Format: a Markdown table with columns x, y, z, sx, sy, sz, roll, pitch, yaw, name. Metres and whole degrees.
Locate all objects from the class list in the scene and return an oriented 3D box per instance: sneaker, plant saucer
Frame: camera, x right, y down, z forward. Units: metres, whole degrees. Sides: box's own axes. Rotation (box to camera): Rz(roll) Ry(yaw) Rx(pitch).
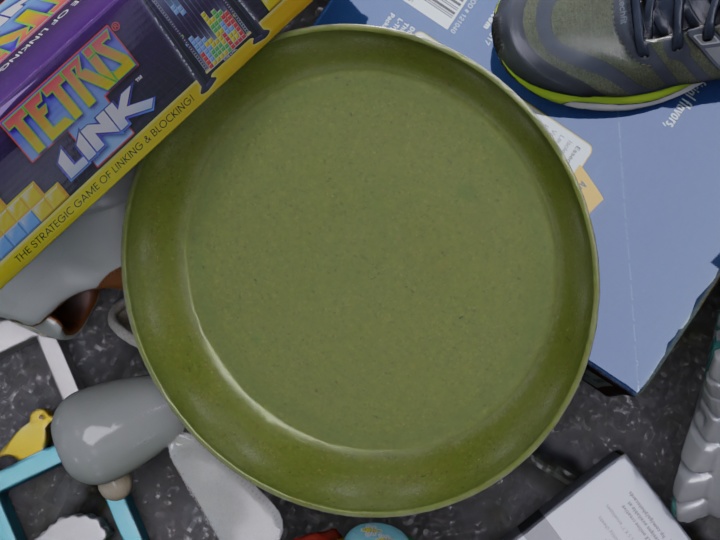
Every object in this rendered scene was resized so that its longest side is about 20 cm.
| x | y | z | sx | sy | sz | roll | pitch | yaw | name |
| --- | --- | --- | --- | --- | --- | --- | --- | --- | --- |
| 0.148 | -0.110 | 0.651 | 0.198 | 0.081 | 0.075 | -10 | 84 | 2 | sneaker |
| 0.000 | 0.000 | 0.687 | 0.198 | 0.031 | 0.202 | 4 | 104 | 15 | plant saucer |
| 0.191 | 0.049 | 0.715 | 0.090 | 0.201 | 0.078 | 16 | 57 | 14 | sneaker |
| -0.178 | 0.001 | 0.792 | 0.198 | 0.073 | 0.085 | -8 | 114 | 26 | sneaker |

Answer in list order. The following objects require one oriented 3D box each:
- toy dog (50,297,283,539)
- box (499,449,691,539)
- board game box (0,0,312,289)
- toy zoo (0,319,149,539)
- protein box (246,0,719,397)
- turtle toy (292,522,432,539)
| x | y | z | sx | sy | sz | roll | pitch | yaw | name |
| --- | --- | --- | --- | --- | --- | --- | --- | --- | --- |
| -0.032 | 0.077 | 0.780 | 0.198 | 0.132 | 0.097 | -1 | 118 | 10 | toy dog |
| 0.091 | 0.206 | 0.791 | 0.199 | 0.041 | 0.156 | -37 | 85 | 1 | box |
| -0.122 | -0.085 | 0.692 | 0.200 | 0.165 | 0.057 | -45 | 116 | -13 | board game box |
| -0.182 | 0.109 | 0.821 | 0.130 | 0.020 | 0.201 | -25 | 85 | 1 | toy zoo |
| 0.090 | -0.079 | 0.761 | 0.199 | 0.135 | 0.199 | 34 | 88 | 5 | protein box |
| -0.026 | 0.172 | 0.716 | 0.199 | 0.146 | 0.102 | -28 | 72 | 2 | turtle toy |
